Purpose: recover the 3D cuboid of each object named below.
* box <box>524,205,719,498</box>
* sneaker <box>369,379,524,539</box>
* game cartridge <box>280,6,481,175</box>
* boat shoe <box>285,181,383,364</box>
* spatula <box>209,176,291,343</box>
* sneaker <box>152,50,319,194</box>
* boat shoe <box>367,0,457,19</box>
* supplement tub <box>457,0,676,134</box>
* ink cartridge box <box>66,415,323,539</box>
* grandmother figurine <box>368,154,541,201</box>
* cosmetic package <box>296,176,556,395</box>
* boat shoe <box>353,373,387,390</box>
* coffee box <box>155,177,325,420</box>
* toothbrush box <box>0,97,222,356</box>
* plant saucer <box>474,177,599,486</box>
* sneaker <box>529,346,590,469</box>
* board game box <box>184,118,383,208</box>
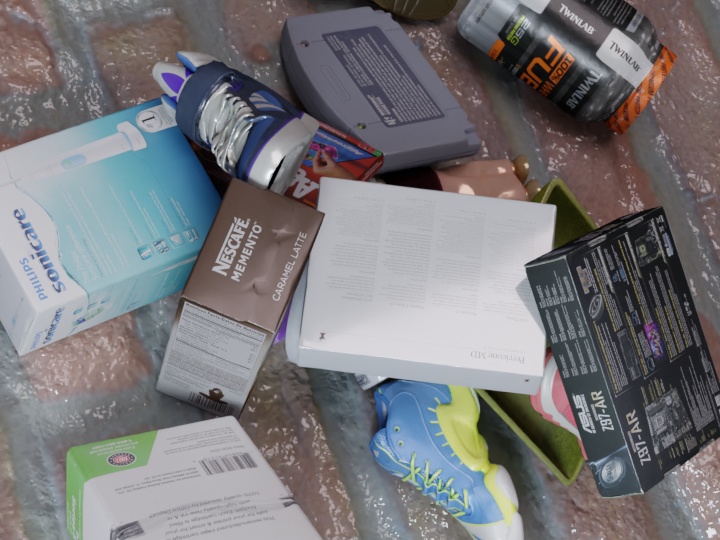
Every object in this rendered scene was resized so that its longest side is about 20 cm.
[{"bbox_3d":[0.223,0.064,1.418,0.160,0.043,0.202,-24,97,-47],"label":"box"},{"bbox_3d":[0.066,0.173,1.473,0.104,0.076,0.201,-12,60,-14],"label":"sneaker"},{"bbox_3d":[0.010,-0.169,1.622,0.132,0.041,0.201,-9,50,-32],"label":"game cartridge"},{"bbox_3d":[0.000,0.000,1.480,0.066,0.074,0.201,11,54,21],"label":"boat shoe"},{"bbox_3d":[-0.112,-0.026,1.530,0.056,0.021,0.201,-27,71,-10],"label":"spatula"},{"bbox_3d":[-0.116,-0.121,1.427,0.146,0.081,0.200,28,14,0],"label":"sneaker"},{"bbox_3d":[0.006,-0.303,1.703,0.199,0.074,0.065,17,17,-29],"label":"boat shoe"},{"bbox_3d":[0.205,-0.231,1.712,0.199,0.123,0.123,35,56,0],"label":"supplement tub"},{"bbox_3d":[-0.123,0.207,1.306,0.144,0.085,0.200,-8,32,-26],"label":"ink cartridge box"},{"bbox_3d":[0.067,-0.070,1.611,0.198,0.061,0.122,-2,38,-20],"label":"grandmother figurine"},{"bbox_3d":[0.055,0.012,1.411,0.198,0.052,0.152,7,66,1],"label":"cosmetic package"},{"bbox_3d":[0.067,0.035,1.540,0.198,0.074,0.068,-26,89,-22],"label":"boat shoe"},{"bbox_3d":[-0.100,0.027,1.390,0.079,0.200,0.115,22,62,-2],"label":"coffee box"},{"bbox_3d":[-0.225,-0.039,1.454,0.199,0.085,0.147,-24,73,-32],"label":"toothbrush box"},{"bbox_3d":[0.162,0.054,1.523,0.200,0.048,0.201,46,63,-38],"label":"plant saucer"},{"bbox_3d":[0.228,0.135,1.504,0.200,0.086,0.074,36,71,-41],"label":"sneaker"},{"bbox_3d":[-0.089,-0.111,1.543,0.199,0.020,0.103,27,54,22],"label":"board game box"}]
